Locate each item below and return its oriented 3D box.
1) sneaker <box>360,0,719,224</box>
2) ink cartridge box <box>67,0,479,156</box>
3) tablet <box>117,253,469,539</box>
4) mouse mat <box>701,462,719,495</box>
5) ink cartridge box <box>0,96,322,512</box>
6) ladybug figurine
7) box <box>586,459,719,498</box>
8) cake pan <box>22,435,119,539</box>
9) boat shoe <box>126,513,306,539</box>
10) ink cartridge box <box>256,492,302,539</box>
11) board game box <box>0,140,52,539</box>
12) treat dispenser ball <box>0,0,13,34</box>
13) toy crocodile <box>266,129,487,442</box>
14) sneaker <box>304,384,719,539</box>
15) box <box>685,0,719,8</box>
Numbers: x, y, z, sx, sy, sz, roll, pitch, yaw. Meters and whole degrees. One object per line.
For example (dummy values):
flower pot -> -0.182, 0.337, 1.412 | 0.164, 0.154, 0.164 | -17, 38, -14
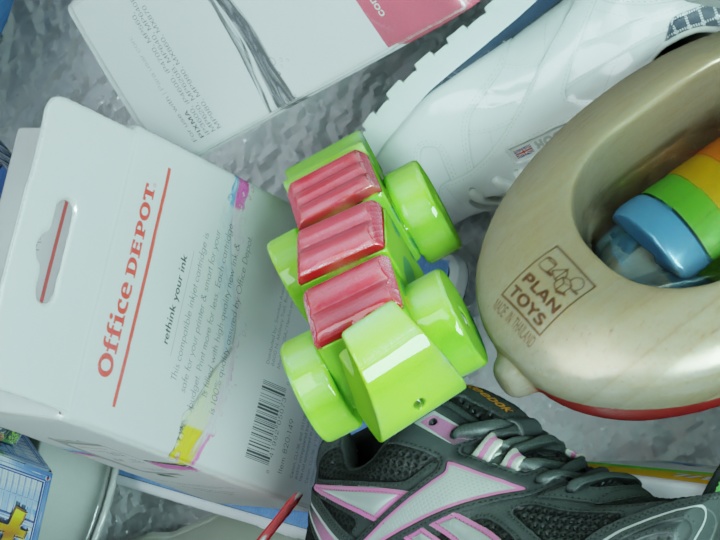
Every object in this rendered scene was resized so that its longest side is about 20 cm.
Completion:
sneaker -> 0.073, -0.062, 0.992 | 0.200, 0.076, 0.081 | -43, 73, 28
ink cartridge box -> 0.001, -0.130, 0.964 | 0.200, 0.146, 0.085 | -27, 100, 51
tablet -> -0.047, 0.042, 1.087 | 0.199, 0.014, 0.131 | 11, 79, 41
mouse mat -> 0.173, 0.111, 0.812 | 0.161, 0.008, 0.201 | 39, 109, 32
ink cartridge box -> -0.086, 0.015, 0.986 | 0.067, 0.200, 0.117 | 2, 74, 39
ladybug figurine -> 0.130, -0.012, 0.902 | 0.199, 0.072, 0.136 | -33, 51, -10
box -> 0.159, 0.131, 0.890 | 0.199, 0.101, 0.113 | 6, 90, 37
cake pan -> -0.182, 0.093, 1.150 | 0.200, 0.037, 0.201 | -27, 51, 40
boat shoe -> -0.048, 0.143, 1.084 | 0.199, 0.073, 0.062 | -17, 120, 28
ink cartridge box -> -0.063, 0.192, 1.000 | 0.067, 0.116, 0.200 | 36, 132, 4
board game box -> -0.180, 0.051, 1.087 | 0.201, 0.062, 0.200 | -58, 39, 10
treat dispenser ball -> -0.258, -0.155, 1.164 | 0.200, 0.200, 0.202 | -3, 84, 36
toy crocodile -> 0.000, 0.000, 0.912 | 0.067, 0.062, 0.200 | -26, 30, 8
sneaker -> 0.047, 0.081, 0.864 | 0.199, 0.080, 0.087 | -8, 78, 40
box -> 0.193, -0.181, 0.816 | 0.199, 0.171, 0.200 | 16, 89, 24
